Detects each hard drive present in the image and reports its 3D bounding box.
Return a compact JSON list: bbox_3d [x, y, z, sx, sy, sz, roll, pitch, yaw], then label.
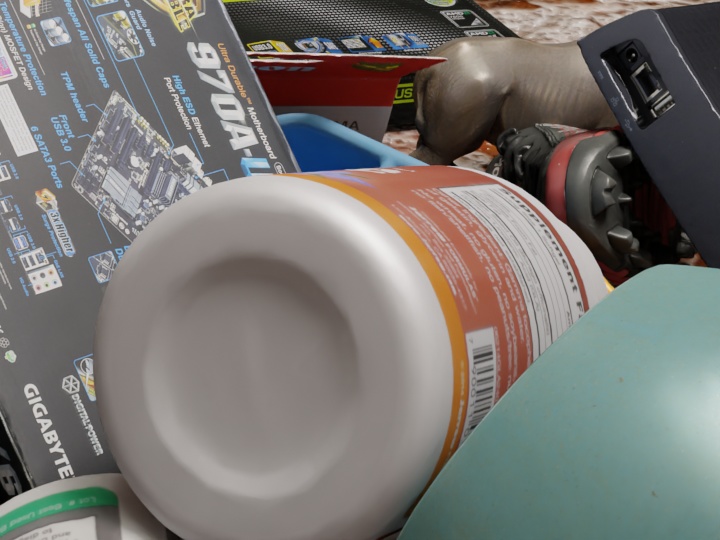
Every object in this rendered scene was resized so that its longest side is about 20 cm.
[{"bbox_3d":[0.187,-0.031,0.950,0.135,0.042,0.200,-12,65,-46],"label":"hard drive"}]

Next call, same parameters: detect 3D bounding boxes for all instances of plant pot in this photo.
[{"bbox_3d":[0.105,0.095,0.631,0.161,0.201,0.200,42,39,17],"label":"plant pot"}]

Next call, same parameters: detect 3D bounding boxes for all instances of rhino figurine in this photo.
[{"bbox_3d":[0.112,-0.079,1.129,0.200,0.088,0.060,-4,30,-20],"label":"rhino figurine"}]

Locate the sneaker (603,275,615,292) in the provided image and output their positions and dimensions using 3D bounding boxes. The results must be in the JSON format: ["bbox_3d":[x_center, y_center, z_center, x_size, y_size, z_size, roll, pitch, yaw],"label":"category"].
[{"bbox_3d":[0.061,0.016,0.950,0.078,0.077,0.200,-21,38,-40],"label":"sneaker"}]

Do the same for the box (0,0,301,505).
[{"bbox_3d":[-0.096,-0.020,0.817,0.159,0.046,0.200,-20,81,-37],"label":"box"}]

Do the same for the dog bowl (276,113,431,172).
[{"bbox_3d":[0.000,0.000,0.916,0.200,0.112,0.050,27,-11,42],"label":"dog bowl"}]

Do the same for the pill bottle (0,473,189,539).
[{"bbox_3d":[-0.066,0.154,0.617,0.113,0.113,0.200,2,28,-10],"label":"pill bottle"}]

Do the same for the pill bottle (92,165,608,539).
[{"bbox_3d":[0.010,0.023,0.714,0.112,0.112,0.200,19,11,21],"label":"pill bottle"}]

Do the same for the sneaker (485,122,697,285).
[{"bbox_3d":[0.097,-0.031,1.019,0.098,0.071,0.200,4,3,14],"label":"sneaker"}]

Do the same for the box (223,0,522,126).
[{"bbox_3d":[-0.036,-0.135,1.244,0.200,0.048,0.193,-6,33,-26],"label":"box"}]

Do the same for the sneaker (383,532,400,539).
[{"bbox_3d":[0.016,0.116,0.770,0.084,0.075,0.200,24,20,-12],"label":"sneaker"}]

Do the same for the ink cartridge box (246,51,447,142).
[{"bbox_3d":[-0.065,-0.061,0.995,0.160,0.047,0.200,-1,-3,-17],"label":"ink cartridge box"}]
